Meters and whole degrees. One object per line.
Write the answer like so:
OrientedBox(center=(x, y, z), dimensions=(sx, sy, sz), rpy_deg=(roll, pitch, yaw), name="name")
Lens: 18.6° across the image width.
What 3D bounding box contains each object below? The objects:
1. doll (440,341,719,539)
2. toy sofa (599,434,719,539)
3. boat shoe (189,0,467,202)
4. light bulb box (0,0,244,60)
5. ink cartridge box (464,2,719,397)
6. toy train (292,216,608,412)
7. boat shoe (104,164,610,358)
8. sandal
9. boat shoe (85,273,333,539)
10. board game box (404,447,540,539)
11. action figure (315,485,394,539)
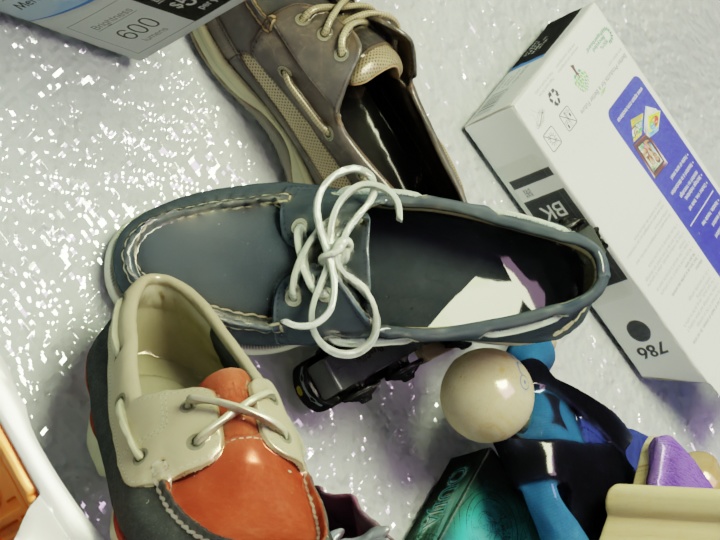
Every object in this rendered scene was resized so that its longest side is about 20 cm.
OrientedBox(center=(0.097, 0.081, 0.975), dimensions=(0.200, 0.048, 0.137), rpy_deg=(31, 40, -46), name="doll")
OrientedBox(center=(0.184, 0.159, 0.962), dimensions=(0.200, 0.083, 0.098), rpy_deg=(48, 56, -37), name="toy sofa")
OrientedBox(center=(-0.009, -0.087, 0.942), dimensions=(0.074, 0.073, 0.200), rpy_deg=(-38, 102, -45), name="boat shoe")
OrientedBox(center=(-0.102, -0.191, 0.802), dimensions=(0.200, 0.198, 0.125), rpy_deg=(16, 63, -38), name="light bulb box")
OrientedBox(center=(0.139, -0.024, 1.088), dimensions=(0.200, 0.039, 0.099), rpy_deg=(53, 46, -14), name="ink cartridge box")
OrientedBox(center=(0.043, 0.019, 0.975), dimensions=(0.200, 0.046, 0.034), rpy_deg=(-25, 86, -43), name="toy train")
OrientedBox(center=(0.000, 0.000, 0.874), dimensions=(0.199, 0.062, 0.075), rpy_deg=(8, 79, -11), name="boat shoe")
OrientedBox(center=(-0.131, 0.100, 0.759), dimensions=(0.059, 0.079, 0.207), rpy_deg=(-27, 83, -39), name="sandal")
OrientedBox(center=(-0.053, 0.060, 0.765), dimensions=(0.071, 0.200, 0.063), rpy_deg=(8, 106, -21), name="boat shoe")
OrientedBox(center=(0.080, 0.195, 0.956), dimensions=(0.200, 0.028, 0.135), rpy_deg=(50, 46, -19), name="board game box")
OrientedBox(center=(0.012, 0.178, 0.816), dimensions=(0.200, 0.149, 0.134), rpy_deg=(61, 3, -28), name="action figure")
